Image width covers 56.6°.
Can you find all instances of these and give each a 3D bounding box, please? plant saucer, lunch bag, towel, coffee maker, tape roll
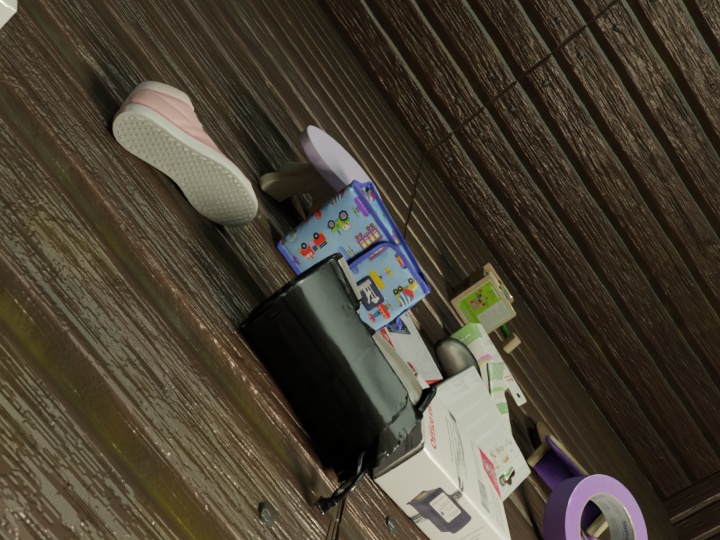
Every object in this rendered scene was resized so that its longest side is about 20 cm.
[{"bbox_3d":[0.476,0.468,1.633,0.201,0.029,0.202,50,17,-21],"label":"plant saucer"},{"bbox_3d":[0.000,0.000,0.955,0.203,0.149,0.094,56,18,5],"label":"lunch bag"},{"bbox_3d":[0.263,0.275,1.245,0.152,0.023,0.207,19,65,-70],"label":"towel"},{"bbox_3d":[-0.030,0.103,0.714,0.202,0.133,0.192,54,18,-2],"label":"coffee maker"},{"bbox_3d":[0.429,0.482,1.220,0.194,0.066,0.207,10,66,-23],"label":"tape roll"}]

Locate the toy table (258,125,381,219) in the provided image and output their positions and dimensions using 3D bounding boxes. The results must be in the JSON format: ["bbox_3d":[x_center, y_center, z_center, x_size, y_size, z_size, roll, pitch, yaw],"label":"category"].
[{"bbox_3d":[-0.063,-0.130,1.077,0.199,0.116,0.187,40,23,-39],"label":"toy table"}]

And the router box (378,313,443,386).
[{"bbox_3d":[0.039,0.097,1.059,0.204,0.048,0.178,62,18,18],"label":"router box"}]

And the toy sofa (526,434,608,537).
[{"bbox_3d":[0.440,0.446,1.396,0.097,0.083,0.200,38,8,-47],"label":"toy sofa"}]

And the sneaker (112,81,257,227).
[{"bbox_3d":[-0.198,-0.145,0.798,0.199,0.075,0.106,40,28,-32],"label":"sneaker"}]

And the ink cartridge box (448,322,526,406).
[{"bbox_3d":[0.280,0.220,1.474,0.203,0.067,0.117,61,17,18],"label":"ink cartridge box"}]

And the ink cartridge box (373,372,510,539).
[{"bbox_3d":[0.102,0.261,0.872,0.201,0.083,0.146,50,17,-21],"label":"ink cartridge box"}]

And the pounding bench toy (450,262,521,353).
[{"bbox_3d":[0.345,0.108,1.764,0.202,0.123,0.156,54,16,-4],"label":"pounding bench toy"}]

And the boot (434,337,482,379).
[{"bbox_3d":[0.196,0.227,1.225,0.204,0.067,0.131,60,18,-4],"label":"boot"}]

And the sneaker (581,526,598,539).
[{"bbox_3d":[0.460,0.588,1.309,0.114,0.072,0.201,46,9,-19],"label":"sneaker"}]

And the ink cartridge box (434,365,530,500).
[{"bbox_3d":[0.187,0.272,1.098,0.160,0.050,0.204,-11,72,-54],"label":"ink cartridge box"}]

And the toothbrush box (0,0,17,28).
[{"bbox_3d":[-0.375,-0.292,0.559,0.146,0.084,0.203,36,25,-50],"label":"toothbrush box"}]
